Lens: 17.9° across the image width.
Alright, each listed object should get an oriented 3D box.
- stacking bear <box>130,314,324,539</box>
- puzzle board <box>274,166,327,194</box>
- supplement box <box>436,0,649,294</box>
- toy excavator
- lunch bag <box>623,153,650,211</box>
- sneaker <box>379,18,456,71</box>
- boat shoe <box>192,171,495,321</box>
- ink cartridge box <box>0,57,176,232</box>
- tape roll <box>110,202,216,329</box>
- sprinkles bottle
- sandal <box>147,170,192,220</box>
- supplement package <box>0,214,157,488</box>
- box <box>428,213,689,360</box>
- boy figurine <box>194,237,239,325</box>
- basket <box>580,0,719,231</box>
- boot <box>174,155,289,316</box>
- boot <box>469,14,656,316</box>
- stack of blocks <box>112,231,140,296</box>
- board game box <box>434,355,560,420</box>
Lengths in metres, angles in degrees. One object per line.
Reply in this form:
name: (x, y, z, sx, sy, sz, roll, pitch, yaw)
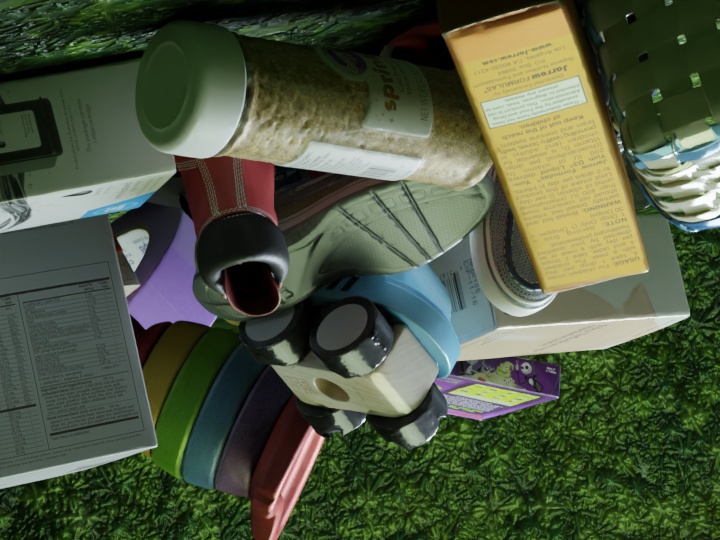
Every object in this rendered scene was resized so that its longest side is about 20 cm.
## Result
stacking bear: (-0.125, 0.085, 1.541, 0.199, 0.114, 0.122, 25, 159, 7)
puzzle board: (-0.003, -0.073, 1.483, 0.199, 0.017, 0.151, -15, -150, 18)
supplement box: (0.096, -0.078, 1.183, 0.068, 0.067, 0.200, -16, 134, 11)
toy excavator: (0.000, 0.000, 1.477, 0.194, 0.200, 0.100, 6, 145, 43)
lunch bag: (0.084, -0.069, 1.634, 0.199, 0.118, 0.164, -5, 170, -21)
sneaker: (0.034, -0.116, 1.340, 0.086, 0.074, 0.200, 15, 158, -37)
boat shoe: (-0.013, -0.032, 1.383, 0.201, 0.065, 0.074, -24, 132, 24)
ink cartridge box: (-0.211, -0.057, 1.237, 0.199, 0.068, 0.116, -11, 175, -17)
tape roll: (-0.189, 0.037, 1.737, 0.200, 0.066, 0.200, -37, -159, 17)
sprinkles bottle: (-0.019, -0.085, 1.204, 0.199, 0.069, 0.068, 6, 164, -37)
sandal: (-0.070, -0.032, 1.621, 0.199, 0.045, 0.075, 15, 167, 10)
supplement package: (-0.237, 0.034, 1.417, 0.150, 0.201, 0.152, -10, 174, -27)
box: (0.124, 0.011, 1.560, 0.199, 0.078, 0.095, -3, 165, -41)
boy figurine: (-0.053, 0.012, 1.601, 0.124, 0.065, 0.200, -13, 153, 38)
basket: (0.199, -0.102, 1.197, 0.138, 0.177, 0.200, -20, 163, 17)
boot: (-0.075, -0.041, 1.336, 0.072, 0.145, 0.200, -14, 176, 1)
boot: (0.127, -0.074, 1.368, 0.072, 0.201, 0.090, 23, 157, -19)
stack of blocks: (-0.264, 0.016, 1.639, 0.200, 0.116, 0.058, -37, 164, 29)
board game box: (0.027, 0.070, 1.613, 0.199, 0.032, 0.120, 12, 160, -24)
